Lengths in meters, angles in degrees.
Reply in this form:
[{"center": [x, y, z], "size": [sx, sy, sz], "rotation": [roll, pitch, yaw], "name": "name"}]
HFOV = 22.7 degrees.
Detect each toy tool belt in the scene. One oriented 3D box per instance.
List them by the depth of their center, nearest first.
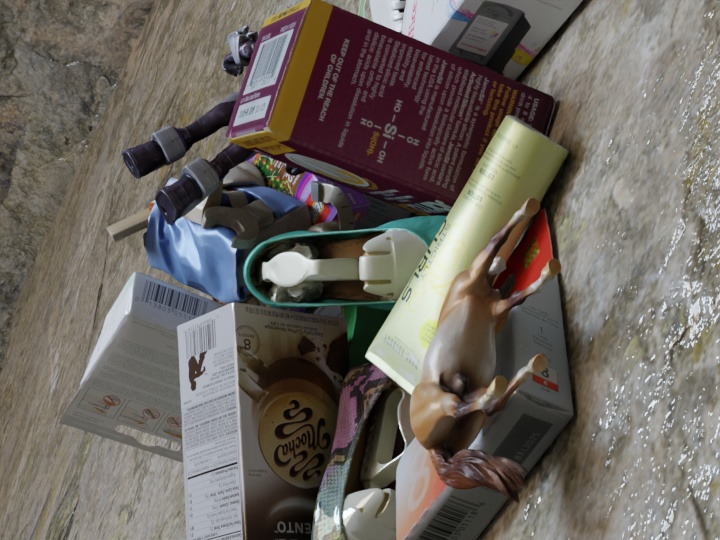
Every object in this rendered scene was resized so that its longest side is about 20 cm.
[{"center": [-0.106, -0.021, 1.437], "size": [0.199, 0.122, 0.126], "rotation": [18, 114, 46], "name": "toy tool belt"}]

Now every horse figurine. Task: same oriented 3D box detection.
[{"center": [0.070, 0.052, 1.065], "size": [0.133, 0.050, 0.201], "rotation": [-46, 27, 51], "name": "horse figurine"}]

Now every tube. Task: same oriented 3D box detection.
[{"center": [0.073, -0.008, 1.235], "size": [0.201, 0.052, 0.058], "rotation": [-60, 1, 8], "name": "tube"}]

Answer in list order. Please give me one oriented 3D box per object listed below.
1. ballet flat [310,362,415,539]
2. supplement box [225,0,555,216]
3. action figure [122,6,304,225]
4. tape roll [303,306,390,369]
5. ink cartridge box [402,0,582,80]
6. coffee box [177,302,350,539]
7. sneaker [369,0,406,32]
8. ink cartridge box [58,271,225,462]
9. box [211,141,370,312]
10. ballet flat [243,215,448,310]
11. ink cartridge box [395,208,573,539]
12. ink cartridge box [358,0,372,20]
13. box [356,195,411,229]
[{"center": [0.011, 0.150, 1.290], "size": [0.071, 0.069, 0.201], "rotation": [-23, 45, 42], "name": "ballet flat"}, {"center": [0.019, -0.110, 1.306], "size": [0.131, 0.199, 0.104], "rotation": [180, 109, -73], "name": "supplement box"}, {"center": [-0.083, -0.118, 1.376], "size": [0.199, 0.131, 0.069], "rotation": [-33, -9, -11], "name": "action figure"}, {"center": [-0.025, 0.096, 1.482], "size": [0.200, 0.048, 0.202], "rotation": [-160, 90, -74], "name": "tape roll"}, {"center": [0.111, -0.237, 1.367], "size": [0.200, 0.085, 0.149], "rotation": [129, 155, -52], "name": "ink cartridge box"}, {"center": [-0.067, 0.135, 1.336], "size": [0.080, 0.112, 0.202], "rotation": [-22, 66, 46], "name": "coffee box"}, {"center": [0.041, -0.235, 1.531], "size": [0.081, 0.076, 0.202], "rotation": [-116, 15, -69], "name": "sneaker"}, {"center": [-0.153, 0.093, 1.532], "size": [0.200, 0.160, 0.050], "rotation": [130, 155, -51], "name": "ink cartridge box"}, {"center": [-0.078, -0.039, 1.528], "size": [0.137, 0.039, 0.200], "rotation": [56, 137, 24], "name": "box"}, {"center": [0.000, 0.000, 1.307], "size": [0.070, 0.199, 0.068], "rotation": [-16, -80, -61], "name": "ballet flat"}, {"center": [0.076, 0.069, 1.185], "size": [0.163, 0.050, 0.201], "rotation": [-57, 23, 36], "name": "ink cartridge box"}, {"center": [0.059, -0.291, 1.665], "size": [0.200, 0.048, 0.146], "rotation": [128, 156, -48], "name": "ink cartridge box"}, {"center": [-0.020, -0.038, 1.564], "size": [0.200, 0.082, 0.049], "rotation": [-53, 22, 44], "name": "box"}]
